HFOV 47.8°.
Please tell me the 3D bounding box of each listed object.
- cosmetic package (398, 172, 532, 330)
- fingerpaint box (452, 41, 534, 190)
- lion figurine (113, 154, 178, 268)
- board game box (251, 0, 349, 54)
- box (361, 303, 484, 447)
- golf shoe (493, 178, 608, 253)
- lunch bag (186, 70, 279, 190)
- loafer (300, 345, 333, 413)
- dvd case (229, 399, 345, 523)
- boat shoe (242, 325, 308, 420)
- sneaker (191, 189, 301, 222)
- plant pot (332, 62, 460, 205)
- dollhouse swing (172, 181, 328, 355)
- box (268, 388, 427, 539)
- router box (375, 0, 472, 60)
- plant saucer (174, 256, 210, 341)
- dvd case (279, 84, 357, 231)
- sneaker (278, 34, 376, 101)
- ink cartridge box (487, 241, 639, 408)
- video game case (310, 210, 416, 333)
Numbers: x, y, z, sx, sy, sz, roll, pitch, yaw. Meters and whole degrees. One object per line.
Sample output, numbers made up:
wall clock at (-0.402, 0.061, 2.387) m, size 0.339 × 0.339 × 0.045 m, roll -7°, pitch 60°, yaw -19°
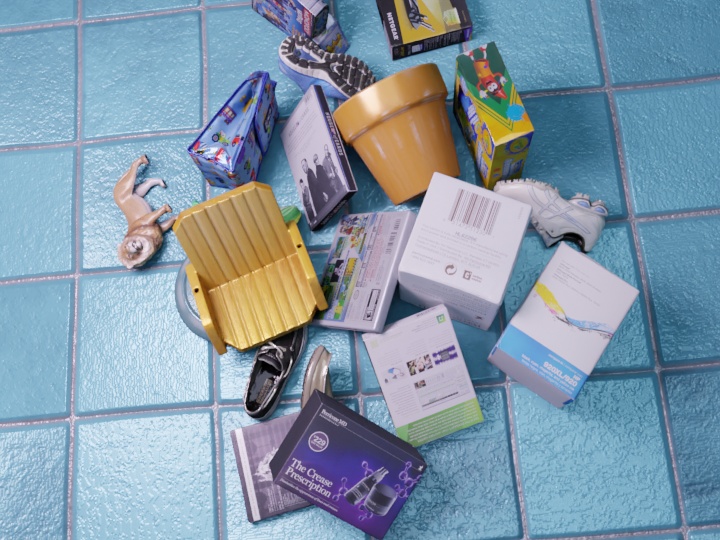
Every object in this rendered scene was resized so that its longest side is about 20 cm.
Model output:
cosmetic package at (0.163, -0.025, 1.302) m, size 0.165 × 0.200 × 0.169 m, roll 19°, pitch 77°, yaw 8°
fingerpaint box at (0.216, -0.250, 1.359) m, size 0.072 × 0.200 × 0.169 m, roll -20°, pitch 75°, yaw -1°
lion figurine at (-0.395, -0.105, 1.440) m, size 0.121 × 0.073 × 0.202 m, roll -31°, pitch 61°, yaw 4°
board game box at (-0.106, -0.470, 1.466) m, size 0.199 × 0.200 × 0.062 m, roll 40°, pitch 81°, yaw -2°
box at (0.100, 0.172, 1.296) m, size 0.142 × 0.036 × 0.203 m, roll -20°, pitch 101°, yaw -1°
golf shoe at (0.315, -0.093, 1.378) m, size 0.197 × 0.078 × 0.099 m, roll 17°, pitch 83°, yaw 9°
lunch bag at (-0.201, -0.246, 1.413) m, size 0.093 × 0.151 × 0.202 m, roll 24°, pitch 78°, yaw 9°
loafer at (-0.064, 0.223, 1.306) m, size 0.067 × 0.076 × 0.204 m, roll 9°, pitch 88°, yaw -5°
dvd case at (-0.103, 0.310, 1.327) m, size 0.197 × 0.016 × 0.151 m, roll -15°, pitch 75°, yaw -1°
boat shoe at (-0.140, 0.149, 1.347) m, size 0.070 × 0.064 × 0.203 m, roll 16°, pitch 74°, yaw 9°
sneaker at (-0.196, -0.096, 1.388) m, size 0.196 × 0.074 × 0.085 m, roll -6°, pitch 103°, yaw -15°
plant pot at (0.077, -0.219, 1.376) m, size 0.198 × 0.200 × 0.186 m, roll -24°, pitch 90°, yaw -3°
dollhouse swing at (-0.179, -0.003, 1.292) m, size 0.197 × 0.176 × 0.184 m, roll -22°, pitch 63°, yaw -4°
box at (-0.019, 0.296, 1.241) m, size 0.198 × 0.079 × 0.142 m, roll 32°, pitch 89°, yaw -15°
router box at (0.108, -0.507, 1.511) m, size 0.155 × 0.052 × 0.203 m, roll -15°, pitch 75°, yaw 0°
plant saucer at (-0.228, 0.024, 1.399) m, size 0.196 × 0.027 × 0.204 m, roll -2°, pitch 70°, yaw 4°
dvd case at (-0.076, -0.191, 1.397) m, size 0.024 × 0.150 × 0.203 m, roll -8°, pitch 71°, yaw -33°
sneaker at (-0.059, -0.350, 1.472) m, size 0.198 × 0.089 × 0.080 m, roll 26°, pitch 71°, yaw -9°
ink cartridge box at (0.318, 0.089, 1.288) m, size 0.144 × 0.147 × 0.201 m, roll 33°, pitch 80°, yaw 11°
video game case at (0.000, 0.000, 1.340) m, size 0.181 × 0.022 × 0.203 m, roll 1°, pitch 70°, yaw 51°
